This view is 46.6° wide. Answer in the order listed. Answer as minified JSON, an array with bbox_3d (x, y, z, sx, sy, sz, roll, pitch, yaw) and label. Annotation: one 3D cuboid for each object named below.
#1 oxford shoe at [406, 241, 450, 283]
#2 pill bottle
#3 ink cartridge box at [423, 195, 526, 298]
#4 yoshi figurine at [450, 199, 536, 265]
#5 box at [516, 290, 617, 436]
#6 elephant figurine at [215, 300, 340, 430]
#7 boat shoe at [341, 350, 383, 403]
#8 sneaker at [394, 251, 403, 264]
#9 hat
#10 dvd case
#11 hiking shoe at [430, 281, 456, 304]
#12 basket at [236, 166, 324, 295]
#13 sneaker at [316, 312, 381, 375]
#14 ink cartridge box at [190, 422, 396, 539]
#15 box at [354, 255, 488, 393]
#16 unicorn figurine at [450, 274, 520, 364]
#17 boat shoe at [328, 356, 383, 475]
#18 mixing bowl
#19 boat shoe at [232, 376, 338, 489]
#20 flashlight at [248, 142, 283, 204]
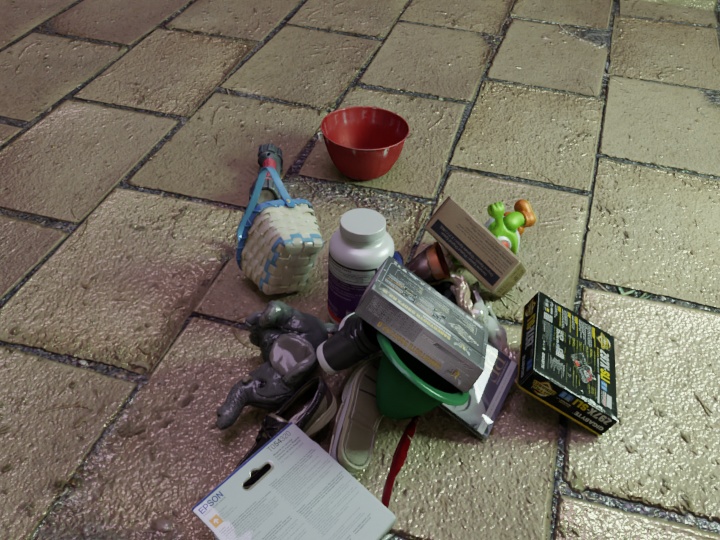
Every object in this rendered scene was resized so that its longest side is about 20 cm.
[{"bbox_3d":[0.117,-0.008,1.506,0.072,0.072,0.200,-21,-5,10],"label":"oxford shoe"},{"bbox_3d":[0.000,0.000,1.424,0.110,0.202,0.113,2,36,-2],"label":"pill bottle"},{"bbox_3d":[0.205,-0.036,1.464,0.165,0.075,0.200,43,7,14],"label":"ink cartridge box"},{"bbox_3d":[0.240,-0.083,1.639,0.198,0.114,0.111,-27,30,-30],"label":"yoshi figurine"},{"bbox_3d":[0.331,0.143,1.335,0.158,0.049,0.201,31,37,-10],"label":"box"},{"bbox_3d":[-0.120,0.160,1.287,0.154,0.141,0.202,-31,38,24],"label":"elephant figurine"},{"bbox_3d":[0.044,0.157,1.334,0.072,0.060,0.201,47,67,3],"label":"boat shoe"},{"bbox_3d":[0.033,-0.008,1.557,0.077,0.076,0.201,-16,32,-9],"label":"sneaker"},{"bbox_3d":[0.044,0.198,1.216,0.165,0.177,0.200,37,19,3],"label":"hat"},{"bbox_3d":[0.144,0.146,1.303,0.199,0.016,0.149,38,53,-1],"label":"dvd case"},{"bbox_3d":[0.128,0.093,1.430,0.085,0.075,0.201,-6,28,1],"label":"hiking shoe"},{"bbox_3d":[-0.160,-0.064,1.531,0.138,0.178,0.201,-9,50,-38],"label":"basket"},{"bbox_3d":[0.012,0.098,1.307,0.098,0.071,0.200,-28,3,24],"label":"sneaker"},{"bbox_3d":[-0.086,0.326,1.091,0.199,0.044,0.196,38,48,19],"label":"ink cartridge box"},{"bbox_3d":[0.096,0.076,1.236,0.199,0.049,0.159,36,22,-2],"label":"box"},{"bbox_3d":[0.218,0.095,1.397,0.198,0.074,0.138,26,27,-30],"label":"unicorn figurine"},{"bbox_3d":[-0.003,0.212,1.231,0.074,0.068,0.201,38,46,-11],"label":"boat shoe"},{"bbox_3d":[0.009,-0.271,1.856,0.196,0.110,0.201,1,37,-1],"label":"mixing bowl"},{"bbox_3d":[-0.116,0.231,1.201,0.073,0.065,0.200,6,40,45],"label":"boat shoe"},{"bbox_3d":[-0.202,-0.206,1.794,0.067,0.068,0.201,-3,39,-2],"label":"flashlight"}]
